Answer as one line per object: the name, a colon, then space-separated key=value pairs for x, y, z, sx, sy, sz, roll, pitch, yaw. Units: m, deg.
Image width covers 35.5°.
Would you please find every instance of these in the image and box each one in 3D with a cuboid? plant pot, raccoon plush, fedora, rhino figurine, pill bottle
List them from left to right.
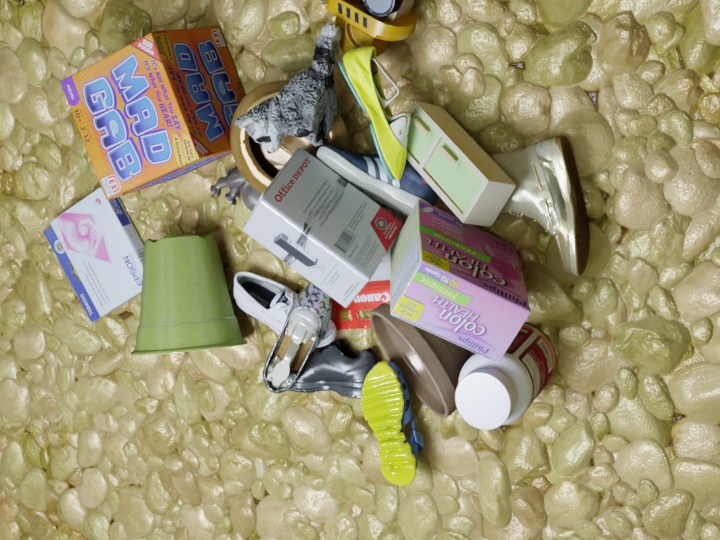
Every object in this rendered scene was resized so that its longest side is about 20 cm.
plant pot: x=-0.296 y=0.038 z=1.906 sx=0.197 sy=0.199 sz=0.194 roll=-5 pitch=89 yaw=27
rhino figurine: x=-0.151 y=-0.095 z=1.853 sx=0.087 sy=0.060 sz=0.200 roll=-44 pitch=86 yaw=18
raccoon plush: x=-0.104 y=-0.272 z=1.676 sx=0.132 sy=0.097 sz=0.203 roll=15 pitch=88 yaw=19
fedora: x=-0.107 y=-0.206 z=1.776 sx=0.197 sy=0.082 sz=0.204 roll=3 pitch=109 yaw=7
plant pot: x=0.107 y=0.121 z=1.743 sx=0.092 sy=0.201 sz=0.202 roll=-35 pitch=87 yaw=-11
pill bottle: x=0.211 y=0.159 z=1.666 sx=0.111 sy=0.200 sz=0.115 roll=7 pitch=107 yaw=24

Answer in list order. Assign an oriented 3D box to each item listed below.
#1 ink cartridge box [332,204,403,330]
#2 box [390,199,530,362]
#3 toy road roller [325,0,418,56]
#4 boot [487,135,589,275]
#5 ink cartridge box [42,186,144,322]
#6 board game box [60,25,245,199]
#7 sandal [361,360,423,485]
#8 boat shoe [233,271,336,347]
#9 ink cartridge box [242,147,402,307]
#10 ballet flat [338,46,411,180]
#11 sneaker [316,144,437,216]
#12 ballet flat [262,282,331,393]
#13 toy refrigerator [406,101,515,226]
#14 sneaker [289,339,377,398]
ink cartridge box: x=0.000 y=0.000 z=1.812 sx=0.160 sy=0.050 sz=0.204 roll=-4 pitch=99 yaw=27
box: x=0.139 y=0.011 z=1.629 sx=0.174 sy=0.201 sz=0.097 roll=25 pitch=117 yaw=-11
toy road roller: x=-0.007 y=-0.402 z=1.668 sx=0.198 sy=0.123 sz=0.147 roll=32 pitch=127 yaw=14
boot: x=0.248 y=-0.085 z=1.653 sx=0.153 sy=0.073 sz=0.203 roll=-9 pitch=98 yaw=27
ink cartridge box: x=-0.481 y=-0.024 z=2.045 sx=0.198 sy=0.043 sz=0.198 roll=-29 pitch=91 yaw=28
board game box: x=-0.316 y=-0.256 z=1.810 sx=0.198 sy=0.199 sz=0.203 roll=-19 pitch=95 yaw=29
sandal: x=0.056 y=0.240 z=1.826 sx=0.078 sy=0.087 sz=0.203 roll=-3 pitch=104 yaw=27
boat shoe: x=-0.131 y=0.063 z=1.869 sx=0.198 sy=0.074 sz=0.066 roll=22 pitch=149 yaw=18
ink cartridge box: x=-0.056 y=-0.066 z=1.684 sx=0.199 sy=0.145 sz=0.084 roll=37 pitch=135 yaw=-4
ballet flat: x=0.035 y=-0.233 z=1.644 sx=0.066 sy=0.067 sz=0.202 roll=-22 pitch=97 yaw=16
sneaker: x=0.031 y=-0.157 z=1.721 sx=0.198 sy=0.075 sz=0.085 roll=27 pitch=76 yaw=-8
ballet flat: x=-0.102 y=0.116 z=1.810 sx=0.071 sy=0.072 sz=0.202 roll=32 pitch=109 yaw=15
toy refrigerator: x=0.132 y=-0.158 z=1.645 sx=0.201 sy=0.069 sz=0.076 roll=54 pitch=124 yaw=36
sneaker: x=-0.057 y=0.160 z=1.880 sx=0.197 sy=0.076 sz=0.092 roll=2 pitch=96 yaw=18
